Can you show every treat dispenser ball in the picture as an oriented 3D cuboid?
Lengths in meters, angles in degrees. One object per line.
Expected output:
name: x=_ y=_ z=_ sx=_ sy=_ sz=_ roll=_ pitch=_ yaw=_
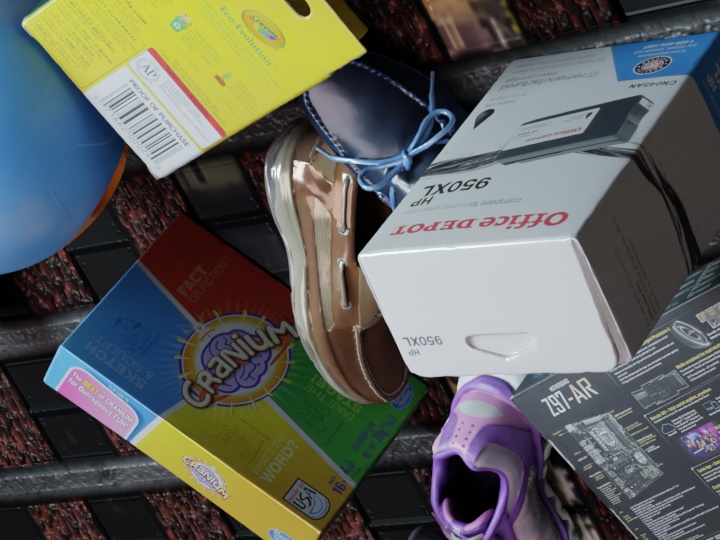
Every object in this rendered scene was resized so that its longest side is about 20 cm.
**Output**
treat dispenser ball: x=-0.237 y=-0.096 z=1.702 sx=0.200 sy=0.201 sz=0.202 roll=19 pitch=134 yaw=21

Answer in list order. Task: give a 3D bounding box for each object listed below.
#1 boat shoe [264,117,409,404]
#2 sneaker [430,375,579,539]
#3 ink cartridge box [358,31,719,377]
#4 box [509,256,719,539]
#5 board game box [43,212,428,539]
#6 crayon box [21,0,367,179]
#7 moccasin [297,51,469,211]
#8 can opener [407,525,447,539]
boat shoe: x=0.000 y=0.000 z=1.714 sx=0.071 sy=0.076 sz=0.201 roll=4 pitch=129 yaw=30
sneaker: x=0.083 y=0.154 z=1.775 sx=0.080 sy=0.089 sz=0.201 roll=10 pitch=131 yaw=27
ink cartridge box: x=0.112 y=-0.036 z=1.508 sx=0.144 sy=0.200 sz=0.084 roll=-5 pitch=123 yaw=37
box: x=0.209 y=0.088 z=1.662 sx=0.160 sy=0.044 sz=0.200 roll=47 pitch=137 yaw=-9
board game box: x=-0.077 y=0.072 z=1.770 sx=0.200 sy=0.153 sz=0.040 roll=35 pitch=136 yaw=4
crayon box: x=-0.085 y=-0.143 z=1.575 sx=0.127 sy=0.051 sz=0.200 roll=49 pitch=138 yaw=-14
moccasin: x=0.050 y=-0.058 z=1.620 sx=0.200 sy=0.068 sz=0.081 roll=35 pitch=106 yaw=-7
can opener: x=0.046 y=0.214 z=1.842 sx=0.053 sy=0.067 sz=0.200 roll=29 pitch=171 yaw=11
